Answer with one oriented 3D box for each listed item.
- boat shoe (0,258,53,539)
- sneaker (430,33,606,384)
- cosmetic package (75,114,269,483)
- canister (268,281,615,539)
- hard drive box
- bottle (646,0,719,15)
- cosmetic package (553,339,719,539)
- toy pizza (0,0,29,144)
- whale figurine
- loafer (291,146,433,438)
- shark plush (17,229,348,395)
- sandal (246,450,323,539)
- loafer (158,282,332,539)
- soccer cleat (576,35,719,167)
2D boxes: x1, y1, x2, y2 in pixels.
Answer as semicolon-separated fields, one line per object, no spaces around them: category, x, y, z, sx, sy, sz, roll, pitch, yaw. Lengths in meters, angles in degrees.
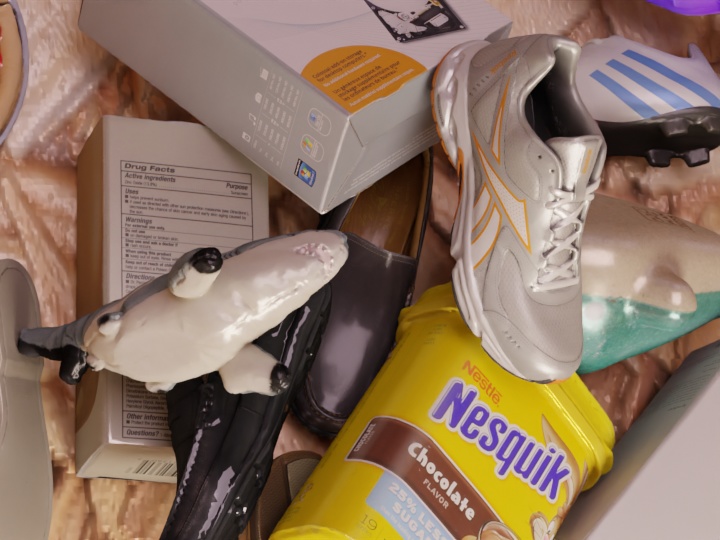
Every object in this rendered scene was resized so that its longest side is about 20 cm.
boat shoe;-0.215;0.095;1.587;0.063;0.073;0.200;-8;74;22
sneaker;0.099;-0.037;1.582;0.076;0.092;0.200;-10;88;-43
cosmetic package;-0.108;0.018;1.635;0.105;0.071;0.200;7;68;-18
canister;0.047;0.126;1.609;0.149;0.086;0.200;51;49;-20
hard drive box;-0.039;-0.144;1.665;0.200;0.077;0.156;37;45;21
bottle;0.206;-0.204;1.793;0.200;0.065;0.084;26;64;24
cosmetic package;0.198;0.140;1.690;0.108;0.085;0.200;47;63;-7
toy pizza;-0.289;-0.135;1.650;0.200;0.032;0.201;7;68;-18
whale figurine;0.160;0.015;1.713;0.200;0.159;0.104;7;106;-21
loafer;0.000;0.000;1.682;0.073;0.072;0.200;16;66;-15
shark plush;-0.097;0.030;1.536;0.091;0.200;0.083;50;39;-17
sandal;-0.038;0.203;1.603;0.080;0.054;0.200;-3;85;-46
loafer;-0.077;0.080;1.551;0.070;0.068;0.201;18;66;6
soccer cleat;0.137;-0.108;1.785;0.200;0.070;0.086;0;54;-22
